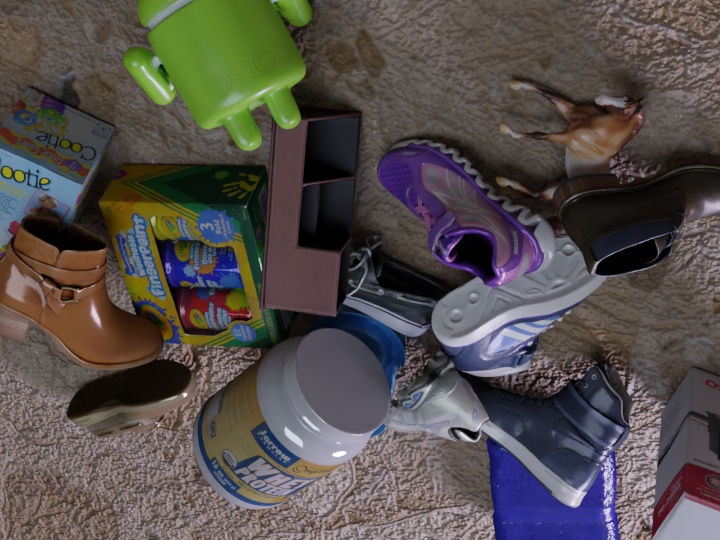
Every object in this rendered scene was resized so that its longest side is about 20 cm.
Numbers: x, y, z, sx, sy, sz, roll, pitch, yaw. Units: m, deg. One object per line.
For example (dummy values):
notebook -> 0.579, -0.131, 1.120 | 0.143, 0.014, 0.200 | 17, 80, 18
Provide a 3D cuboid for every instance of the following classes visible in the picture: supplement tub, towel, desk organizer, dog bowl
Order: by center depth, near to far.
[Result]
desk organizer -> -0.049, -0.060, 1.455 | 0.077, 0.072, 0.200 | 7, 106, 7
supplement tub -> -0.075, 0.159, 1.583 | 0.145, 0.145, 0.200 | 37, 134, -15
dog bowl -> -0.007, 0.105, 1.649 | 0.111, 0.050, 0.200 | 16, 132, 4
towel -> 0.225, 0.258, 1.712 | 0.148, 0.050, 0.200 | -1, 129, 10

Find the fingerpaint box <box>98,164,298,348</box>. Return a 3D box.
fingerpaint box -> -0.171, -0.012, 1.583 | 0.167, 0.073, 0.200 | 3, 130, 16

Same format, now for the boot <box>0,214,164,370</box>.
boot -> -0.284, 0.019, 1.539 | 0.200, 0.077, 0.155 | 18, 130, -14

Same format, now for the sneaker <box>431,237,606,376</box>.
sneaker -> 0.176, 0.043, 1.534 | 0.200, 0.081, 0.146 | -27, 151, 7

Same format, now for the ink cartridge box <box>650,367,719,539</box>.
ink cartridge box -> 0.387, 0.209, 1.512 | 0.145, 0.200, 0.083 | 20, 129, 0

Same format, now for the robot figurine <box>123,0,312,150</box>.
robot figurine -> -0.127, -0.210, 1.349 | 0.175, 0.116, 0.200 | -29, 93, 4

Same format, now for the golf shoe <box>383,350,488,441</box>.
golf shoe -> 0.081, 0.156, 1.575 | 0.097, 0.078, 0.200 | 43, 166, 4

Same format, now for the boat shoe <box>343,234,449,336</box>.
boat shoe -> 0.000, 0.002, 1.542 | 0.199, 0.074, 0.068 | 29, 129, -11

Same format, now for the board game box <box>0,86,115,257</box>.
board game box -> -0.349, -0.076, 1.566 | 0.105, 0.103, 0.200 | 25, 133, -6

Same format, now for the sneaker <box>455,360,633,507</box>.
sneaker -> 0.200, 0.136, 1.597 | 0.202, 0.077, 0.146 | 39, 105, 21

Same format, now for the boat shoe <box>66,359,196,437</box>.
boat shoe -> -0.264, 0.159, 1.770 | 0.200, 0.071, 0.065 | -14, 131, 37

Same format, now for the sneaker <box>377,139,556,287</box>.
sneaker -> 0.089, -0.051, 1.427 | 0.200, 0.088, 0.081 | 36, 141, 20

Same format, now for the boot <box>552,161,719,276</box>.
boot -> 0.285, -0.041, 1.364 | 0.200, 0.097, 0.075 | -6, 140, -5

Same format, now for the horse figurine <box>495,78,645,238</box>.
horse figurine -> 0.197, -0.101, 1.406 | 0.133, 0.050, 0.200 | 13, 131, 13
